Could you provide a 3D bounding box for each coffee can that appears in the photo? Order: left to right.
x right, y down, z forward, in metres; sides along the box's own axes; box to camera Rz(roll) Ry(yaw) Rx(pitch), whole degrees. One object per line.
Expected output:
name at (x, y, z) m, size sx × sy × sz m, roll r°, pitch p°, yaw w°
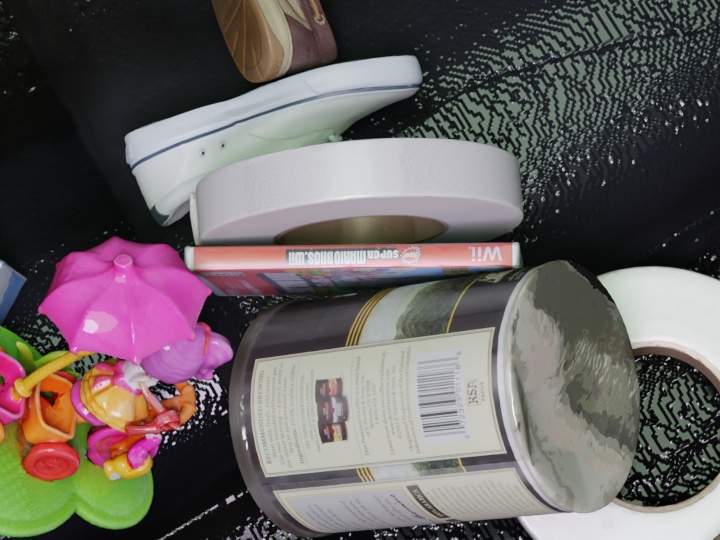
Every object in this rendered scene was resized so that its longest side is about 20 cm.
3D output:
coffee can at (0.044, 0.079, 1.465) m, size 0.199 × 0.146 × 0.147 m, roll -9°, pitch 78°, yaw 35°

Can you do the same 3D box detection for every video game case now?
video game case at (0.000, 0.000, 1.524) m, size 0.199 × 0.143 × 0.018 m, roll -1°, pitch 83°, yaw 5°

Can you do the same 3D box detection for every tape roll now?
tape roll at (-0.002, -0.039, 1.503) m, size 0.202 × 0.203 × 0.037 m, roll -6°, pitch 80°, yaw 4°
tape roll at (0.181, 0.100, 1.538) m, size 0.202 × 0.037 × 0.204 m, roll -1°, pitch 81°, yaw 5°

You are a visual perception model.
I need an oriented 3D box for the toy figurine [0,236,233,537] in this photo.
toy figurine at (-0.149, 0.061, 1.472) m, size 0.184 × 0.200 × 0.151 m, roll -36°, pitch 41°, yaw 35°

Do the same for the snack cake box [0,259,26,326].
snack cake box at (-0.314, 0.062, 1.579) m, size 0.115 × 0.067 × 0.201 m, roll 26°, pitch 84°, yaw 9°

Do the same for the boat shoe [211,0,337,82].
boat shoe at (-0.067, -0.216, 1.614) m, size 0.072 × 0.072 × 0.201 m, roll -10°, pitch 66°, yaw -28°

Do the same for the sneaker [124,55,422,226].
sneaker at (-0.050, -0.083, 1.587) m, size 0.199 × 0.073 × 0.071 m, roll -18°, pitch 88°, yaw 11°

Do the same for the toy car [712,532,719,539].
toy car at (0.276, 0.233, 1.416) m, size 0.164 × 0.200 × 0.158 m, roll -43°, pitch 107°, yaw 1°
